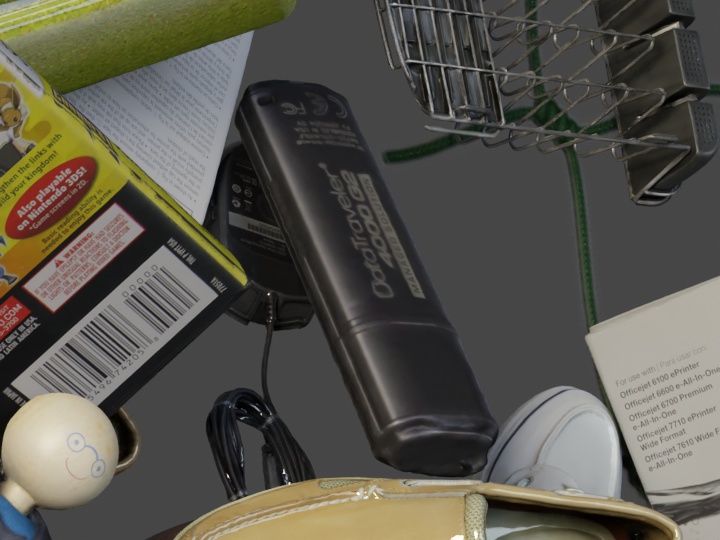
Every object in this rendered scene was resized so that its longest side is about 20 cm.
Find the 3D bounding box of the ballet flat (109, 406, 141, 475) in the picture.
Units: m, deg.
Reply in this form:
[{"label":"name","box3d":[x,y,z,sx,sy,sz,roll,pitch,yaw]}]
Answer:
[{"label":"ballet flat","box3d":[-0.146,0.025,1.056,0.200,0.072,0.068,45,50,-41]}]

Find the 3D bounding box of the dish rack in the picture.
[{"label":"dish rack","box3d":[0.078,-0.117,1.370,0.200,0.055,0.154,5,67,-38]}]

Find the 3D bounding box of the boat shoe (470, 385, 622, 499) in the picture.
[{"label":"boat shoe","box3d":[0.080,0.125,1.252,0.074,0.067,0.200,41,49,-21]}]

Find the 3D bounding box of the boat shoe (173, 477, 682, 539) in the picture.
[{"label":"boat shoe","box3d":[0.025,0.103,1.102,0.200,0.076,0.072,-5,75,-26]}]

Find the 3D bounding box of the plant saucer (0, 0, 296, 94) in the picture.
[{"label":"plant saucer","box3d":[-0.114,-0.161,1.055,0.200,0.048,0.200,-22,103,-32]}]

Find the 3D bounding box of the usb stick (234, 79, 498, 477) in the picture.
[{"label":"usb stick","box3d":[0.000,0.000,1.171,0.055,0.033,0.200,4,44,-30]}]

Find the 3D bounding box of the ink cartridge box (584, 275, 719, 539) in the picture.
[{"label":"ink cartridge box","box3d":[0.200,0.097,1.343,0.145,0.084,0.200,-12,79,-56]}]

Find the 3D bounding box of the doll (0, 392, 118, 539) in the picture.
[{"label":"doll","box3d":[-0.151,0.120,0.980,0.136,0.048,0.200,46,70,-17]}]

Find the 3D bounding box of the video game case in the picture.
[{"label":"video game case","box3d":[-0.160,0.021,0.982,0.181,0.200,0.026,44,5,-45]}]

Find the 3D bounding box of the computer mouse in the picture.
[{"label":"computer mouse","box3d":[-0.041,0.030,1.190,0.059,0.034,0.200,21,46,-25]}]

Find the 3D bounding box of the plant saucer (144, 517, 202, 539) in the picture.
[{"label":"plant saucer","box3d":[-0.016,0.167,1.115,0.200,0.035,0.201,12,49,-14]}]

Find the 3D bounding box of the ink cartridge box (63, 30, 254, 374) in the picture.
[{"label":"ink cartridge box","box3d":[-0.119,-0.079,1.162,0.161,0.050,0.200,40,52,-39]}]
